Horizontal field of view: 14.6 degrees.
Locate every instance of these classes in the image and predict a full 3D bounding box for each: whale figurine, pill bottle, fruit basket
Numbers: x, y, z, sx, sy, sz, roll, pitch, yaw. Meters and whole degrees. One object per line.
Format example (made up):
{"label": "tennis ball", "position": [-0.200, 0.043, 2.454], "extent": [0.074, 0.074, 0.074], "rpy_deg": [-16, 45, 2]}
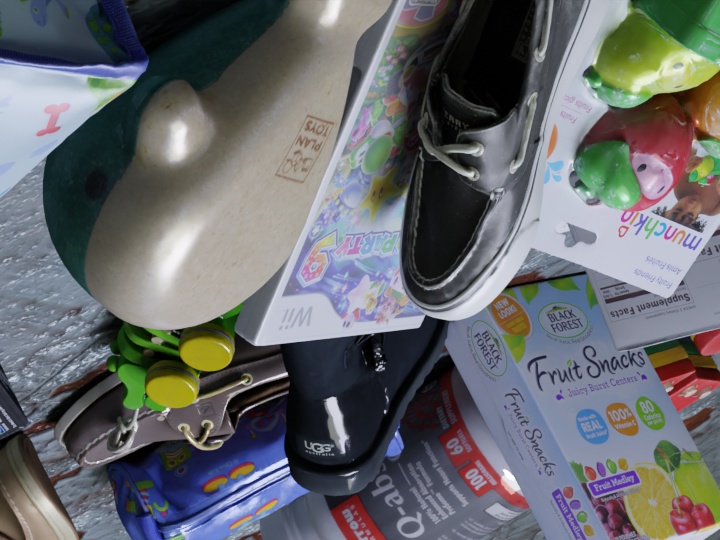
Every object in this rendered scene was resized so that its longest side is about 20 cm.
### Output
{"label": "whale figurine", "position": [-0.066, -0.073, 1.257], "extent": [0.200, 0.104, 0.159], "rpy_deg": [-58, 156, 11]}
{"label": "pill bottle", "position": [0.033, 0.161, 2.045], "extent": [0.200, 0.116, 0.116], "rpy_deg": [-35, 163, 19]}
{"label": "fruit basket", "position": [0.163, -0.083, 1.435], "extent": [0.185, 0.094, 0.201], "rpy_deg": [20, 105, -44]}

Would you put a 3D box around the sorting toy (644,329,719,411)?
{"label": "sorting toy", "position": [0.245, 0.050, 2.139], "extent": [0.200, 0.070, 0.199], "rpy_deg": [-34, 163, 19]}

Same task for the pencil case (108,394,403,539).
{"label": "pencil case", "position": [-0.064, 0.122, 1.832], "extent": [0.199, 0.078, 0.087], "rpy_deg": [-26, -167, -11]}

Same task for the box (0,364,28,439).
{"label": "box", "position": [-0.263, 0.074, 1.426], "extent": [0.160, 0.044, 0.200], "rpy_deg": [-27, 164, -5]}

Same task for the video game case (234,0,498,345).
{"label": "video game case", "position": [0.022, -0.057, 1.383], "extent": [0.143, 0.018, 0.201], "rpy_deg": [-5, 124, -54]}

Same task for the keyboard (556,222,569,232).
{"label": "keyboard", "position": [0.162, -0.069, 1.747], "extent": [0.056, 0.011, 0.200], "rpy_deg": [-22, 162, -21]}

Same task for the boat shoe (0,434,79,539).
{"label": "boat shoe", "position": [-0.212, 0.155, 1.708], "extent": [0.064, 0.071, 0.200], "rpy_deg": [-25, 165, -12]}

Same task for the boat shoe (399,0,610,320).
{"label": "boat shoe", "position": [0.055, -0.072, 1.335], "extent": [0.064, 0.071, 0.201], "rpy_deg": [0, 112, -56]}

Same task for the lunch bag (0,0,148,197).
{"label": "lunch bag", "position": [-0.202, -0.074, 0.962], "extent": [0.199, 0.128, 0.170], "rpy_deg": [6, 147, -41]}

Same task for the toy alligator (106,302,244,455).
{"label": "toy alligator", "position": [-0.115, 0.044, 1.569], "extent": [0.054, 0.059, 0.200], "rpy_deg": [25, 137, -19]}

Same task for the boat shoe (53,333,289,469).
{"label": "boat shoe", "position": [-0.086, 0.070, 1.675], "extent": [0.199, 0.060, 0.072], "rpy_deg": [-28, 164, -2]}

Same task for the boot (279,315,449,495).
{"label": "boot", "position": [0.000, 0.000, 1.545], "extent": [0.076, 0.201, 0.169], "rpy_deg": [9, 135, 13]}

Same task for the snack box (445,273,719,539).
{"label": "snack box", "position": [0.155, 0.105, 1.922], "extent": [0.142, 0.201, 0.053], "rpy_deg": [-8, 155, -49]}

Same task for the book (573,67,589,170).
{"label": "book", "position": [0.136, -0.108, 1.541], "extent": [0.199, 0.048, 0.134], "rpy_deg": [-24, 161, -5]}

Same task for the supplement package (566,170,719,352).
{"label": "supplement package", "position": [0.242, -0.048, 1.634], "extent": [0.200, 0.111, 0.155], "rpy_deg": [-25, -174, -41]}
